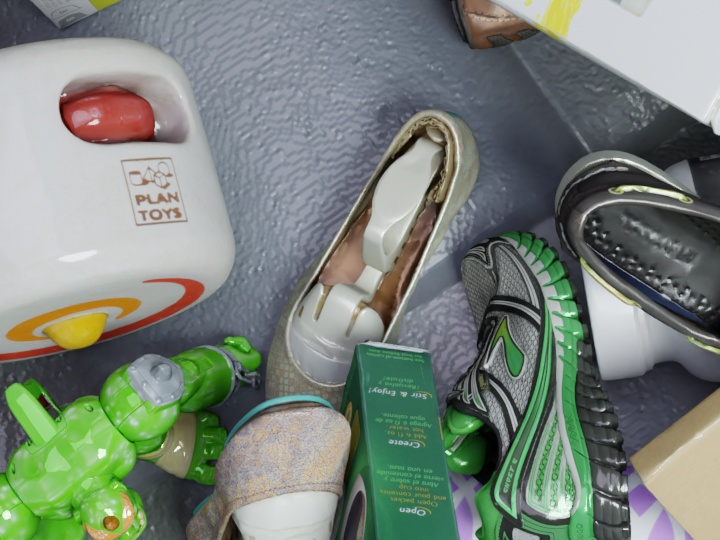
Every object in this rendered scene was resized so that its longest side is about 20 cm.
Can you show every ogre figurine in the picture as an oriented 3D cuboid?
[{"bbox_3d":[-0.145,0.102,1.034,0.199,0.120,0.099,-20,78,5],"label":"ogre figurine"}]

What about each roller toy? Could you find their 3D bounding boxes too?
[{"bbox_3d":[-0.162,-0.028,1.024,0.181,0.200,0.141,-16,79,-1],"label":"roller toy"}]

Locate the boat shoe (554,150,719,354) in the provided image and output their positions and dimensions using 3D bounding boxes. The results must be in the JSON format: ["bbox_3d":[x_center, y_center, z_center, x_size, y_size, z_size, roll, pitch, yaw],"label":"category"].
[{"bbox_3d":[0.182,0.012,0.918,0.200,0.061,0.072,24,109,-4],"label":"boat shoe"}]

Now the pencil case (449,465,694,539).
[{"bbox_3d":[0.123,0.144,1.010,0.198,0.084,0.086,2,119,11],"label":"pencil case"}]

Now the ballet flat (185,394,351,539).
[{"bbox_3d":[-0.042,0.124,0.982,0.068,0.200,0.068,-6,68,-15],"label":"ballet flat"}]

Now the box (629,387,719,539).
[{"bbox_3d":[0.246,0.080,0.917,0.200,0.021,0.164,-39,119,9],"label":"box"}]

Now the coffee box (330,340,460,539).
[{"bbox_3d":[0.012,0.142,0.953,0.044,0.200,0.124,8,122,-10],"label":"coffee box"}]

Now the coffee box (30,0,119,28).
[{"bbox_3d":[-0.135,-0.285,1.058,0.197,0.200,0.201,-23,77,3],"label":"coffee box"}]

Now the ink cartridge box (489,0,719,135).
[{"bbox_3d":[0.126,-0.141,0.942,0.200,0.145,0.084,35,102,24],"label":"ink cartridge box"}]

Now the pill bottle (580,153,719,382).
[{"bbox_3d":[0.213,-0.006,1.003,0.198,0.116,0.117,-10,79,6],"label":"pill bottle"}]

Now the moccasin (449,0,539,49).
[{"bbox_3d":[0.065,-0.225,1.082,0.077,0.074,0.203,-18,79,5],"label":"moccasin"}]

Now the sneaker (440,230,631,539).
[{"bbox_3d":[0.076,0.055,0.994,0.085,0.078,0.201,-9,41,-2],"label":"sneaker"}]

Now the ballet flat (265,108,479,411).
[{"bbox_3d":[0.000,0.000,1.060,0.067,0.062,0.201,25,85,12],"label":"ballet flat"}]
